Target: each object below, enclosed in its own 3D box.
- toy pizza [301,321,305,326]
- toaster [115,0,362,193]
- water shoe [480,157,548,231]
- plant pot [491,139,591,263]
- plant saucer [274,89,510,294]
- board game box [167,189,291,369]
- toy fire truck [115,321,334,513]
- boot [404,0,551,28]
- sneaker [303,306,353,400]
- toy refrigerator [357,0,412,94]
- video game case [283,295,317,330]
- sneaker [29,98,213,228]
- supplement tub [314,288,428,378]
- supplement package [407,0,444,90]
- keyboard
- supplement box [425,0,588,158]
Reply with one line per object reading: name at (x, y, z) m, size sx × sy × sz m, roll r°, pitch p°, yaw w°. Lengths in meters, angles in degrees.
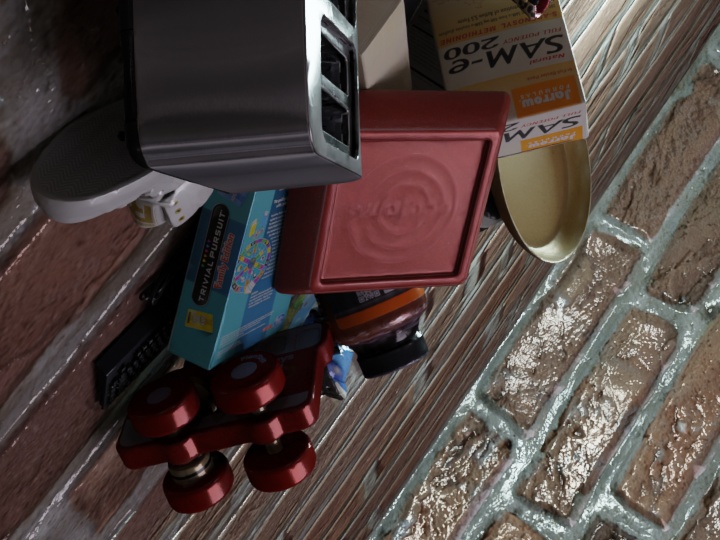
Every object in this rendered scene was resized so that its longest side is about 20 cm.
toy pizza at (-0.077, 0.113, 1.482) m, size 0.201 × 0.031 × 0.201 m, roll -55°, pitch 167°, yaw -19°
toaster at (-0.069, -0.147, 0.744) m, size 0.200 × 0.117 × 0.184 m, roll 11°, pitch 76°, yaw -78°
water shoe at (0.140, -0.109, 1.329) m, size 0.078 × 0.072 × 0.200 m, roll -28°, pitch -166°, yaw 43°
plant pot at (0.180, -0.108, 1.285) m, size 0.199 × 0.027 × 0.204 m, roll 9°, pitch 78°, yaw -53°
plant saucer at (0.033, -0.059, 1.108) m, size 0.196 × 0.037 × 0.203 m, roll -3°, pitch 124°, yaw -23°
board game box at (-0.094, -0.030, 1.110) m, size 0.151 × 0.046 × 0.203 m, roll -27°, pitch 136°, yaw -66°
toy fire truck at (-0.123, 0.122, 1.168) m, size 0.169 × 0.197 × 0.113 m, roll -82°, pitch 155°, yaw -62°
boot at (0.099, -0.269, 1.119) m, size 0.073 × 0.149 × 0.202 m, roll -28°, pitch 148°, yaw -62°
sneaker at (-0.041, 0.078, 1.311) m, size 0.200 × 0.077 × 0.091 m, roll -89°, pitch -167°, yaw -83°
toy refrigerator at (-0.002, -0.185, 1.110) m, size 0.070 × 0.075 × 0.200 m, roll -54°, pitch 165°, yaw -12°
video game case at (-0.112, 0.082, 1.403) m, size 0.184 × 0.022 × 0.200 m, roll -58°, pitch 166°, yaw 0°
sneaker at (-0.151, -0.061, 0.870) m, size 0.200 × 0.073 × 0.117 m, roll -45°, pitch 158°, yaw -45°
supplement tub at (0.000, 0.000, 1.228) m, size 0.105 × 0.203 × 0.107 m, roll -20°, pitch -176°, yaw 1°
supplement package at (0.092, -0.199, 1.303) m, size 0.201 × 0.119 × 0.122 m, roll -53°, pitch 167°, yaw -18°
keyboard at (-0.165, 0.029, 1.118) m, size 0.200 × 0.020 × 0.128 m, roll -50°, pitch 163°, yaw -34°
supplement box at (0.134, -0.214, 1.192) m, size 0.124 × 0.203 × 0.074 m, roll -14°, pitch 157°, yaw 6°
